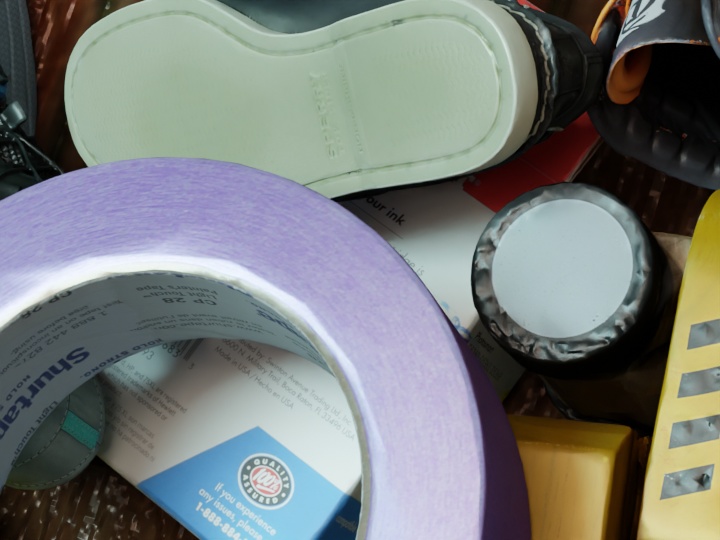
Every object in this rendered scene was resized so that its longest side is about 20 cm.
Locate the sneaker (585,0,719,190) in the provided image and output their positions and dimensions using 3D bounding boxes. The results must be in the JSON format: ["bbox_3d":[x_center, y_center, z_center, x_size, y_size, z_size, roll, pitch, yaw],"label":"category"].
[{"bbox_3d":[0.094,-0.112,0.900,0.077,0.112,0.200,-24,108,40],"label":"sneaker"}]

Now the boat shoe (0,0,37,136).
[{"bbox_3d":[-0.152,-0.033,1.030,0.062,0.072,0.201,-5,75,14],"label":"boat shoe"}]

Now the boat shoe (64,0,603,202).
[{"bbox_3d":[-0.009,-0.057,0.918,0.199,0.066,0.075,-8,94,45],"label":"boat shoe"}]

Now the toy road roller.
[{"bbox_3d":[0.105,0.074,0.886,0.145,0.123,0.201,7,76,19],"label":"toy road roller"}]

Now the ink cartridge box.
[{"bbox_3d":[0.000,0.000,0.972,0.116,0.067,0.200,36,87,25],"label":"ink cartridge box"}]

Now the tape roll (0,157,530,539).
[{"bbox_3d":[-0.055,0.073,0.830,0.199,0.066,0.201,-4,71,13],"label":"tape roll"}]

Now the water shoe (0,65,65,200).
[{"bbox_3d":[-0.139,-0.046,0.955,0.199,0.071,0.079,22,93,24],"label":"water shoe"}]

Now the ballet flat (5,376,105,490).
[{"bbox_3d":[-0.165,0.025,0.968,0.199,0.064,0.068,21,82,34],"label":"ballet flat"}]
